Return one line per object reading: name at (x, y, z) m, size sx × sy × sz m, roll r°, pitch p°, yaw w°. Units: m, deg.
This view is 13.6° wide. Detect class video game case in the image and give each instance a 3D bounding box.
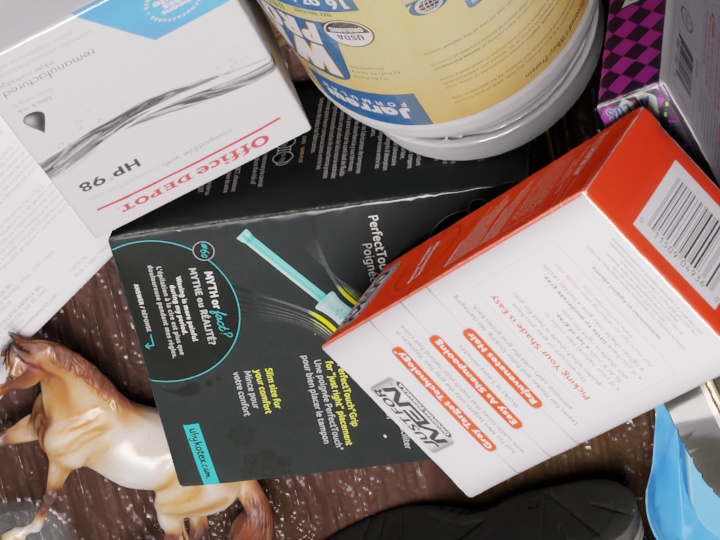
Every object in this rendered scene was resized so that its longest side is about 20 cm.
video game case at (0.161, -0.056, 1.346) m, size 0.036 × 0.200 × 0.182 m, roll -20°, pitch 119°, yaw 20°

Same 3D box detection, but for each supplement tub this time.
supplement tub at (0.022, -0.146, 1.300) m, size 0.144 × 0.146 × 0.200 m, roll -14°, pitch 150°, yaw 15°

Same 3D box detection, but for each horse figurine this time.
horse figurine at (-0.121, 0.107, 1.565) m, size 0.199 × 0.050 × 0.133 m, roll 27°, pitch 124°, yaw -17°

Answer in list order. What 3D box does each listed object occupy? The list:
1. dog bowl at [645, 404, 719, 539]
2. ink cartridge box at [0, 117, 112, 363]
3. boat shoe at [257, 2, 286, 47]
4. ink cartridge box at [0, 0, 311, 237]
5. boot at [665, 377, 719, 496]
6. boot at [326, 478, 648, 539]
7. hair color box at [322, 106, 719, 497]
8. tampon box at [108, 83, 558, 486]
dog bowl at (0.195, 0.064, 1.508) m, size 0.111 × 0.050 × 0.201 m, roll -3°, pitch 122°, yaw 9°
ink cartridge box at (-0.225, -0.045, 1.490) m, size 0.200 × 0.050 × 0.161 m, roll 40°, pitch 119°, yaw -15°
boat shoe at (-0.119, -0.123, 1.416) m, size 0.198 × 0.063 × 0.074 m, roll 0°, pitch 122°, yaw 6°
ink cartridge box at (-0.097, -0.089, 1.333) m, size 0.115 × 0.067 × 0.200 m, roll -27°, pitch 150°, yaw 3°
boot at (0.245, 0.093, 1.442) m, size 0.138 × 0.078 × 0.200 m, roll -27°, pitch 117°, yaw 16°
boot at (0.077, 0.194, 1.591) m, size 0.202 × 0.074 × 0.154 m, roll -14°, pitch 128°, yaw 24°
hair color box at (0.081, 0.018, 1.280) m, size 0.102 × 0.061 × 0.200 m, roll 46°, pitch 142°, yaw -11°
tampon box at (0.000, 0.000, 1.443) m, size 0.199 × 0.127 × 0.151 m, roll -7°, pitch 122°, yaw 10°
